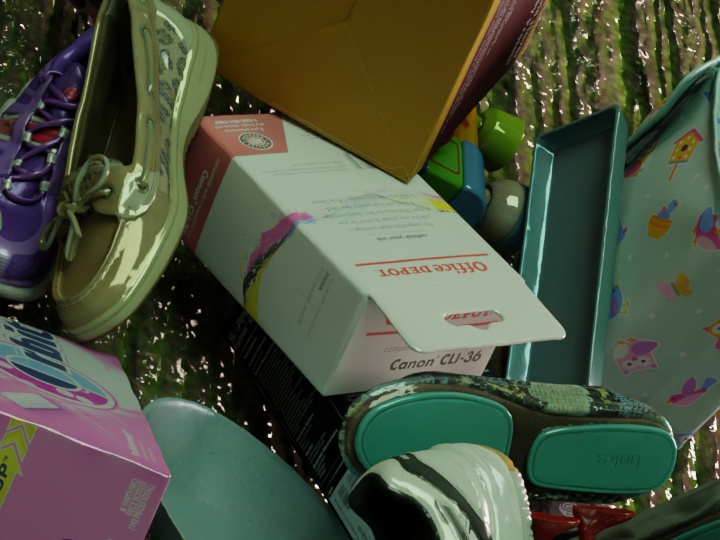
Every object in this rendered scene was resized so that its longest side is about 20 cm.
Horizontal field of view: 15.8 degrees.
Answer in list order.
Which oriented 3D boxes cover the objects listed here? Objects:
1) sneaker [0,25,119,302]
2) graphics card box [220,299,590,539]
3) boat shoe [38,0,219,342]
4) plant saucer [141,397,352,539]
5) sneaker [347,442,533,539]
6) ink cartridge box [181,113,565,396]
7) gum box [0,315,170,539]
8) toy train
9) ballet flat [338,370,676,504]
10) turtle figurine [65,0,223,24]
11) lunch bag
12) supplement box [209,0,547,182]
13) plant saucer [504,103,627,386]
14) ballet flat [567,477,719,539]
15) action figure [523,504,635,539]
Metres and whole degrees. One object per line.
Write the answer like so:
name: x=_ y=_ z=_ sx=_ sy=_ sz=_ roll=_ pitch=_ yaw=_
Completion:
sneaker: x=-0.171 y=-0.065 z=1.369 sx=0.081 sy=0.083 sz=0.200 roll=28 pitch=41 yaw=-9
graphics card box: x=0.026 y=0.082 z=1.374 sx=0.125 sy=0.051 sz=0.200 roll=-3 pitch=46 yaw=-41
boat shoe: x=-0.127 y=-0.055 z=1.316 sx=0.063 sy=0.073 sz=0.200 roll=39 pitch=44 yaw=-34
plant saucer: x=-0.046 y=0.148 z=1.246 sx=0.201 sy=0.039 sz=0.201 roll=45 pitch=14 yaw=-15
sneaker: x=0.041 y=0.181 z=1.214 sx=0.088 sy=0.076 sz=0.200 roll=1 pitch=68 yaw=-40
ink cartridge box: x=0.000 y=0.000 z=1.344 sx=0.116 sy=0.068 sz=0.200 roll=-5 pitch=39 yaw=-41
gum box: x=-0.163 y=0.072 z=1.187 sx=0.113 sy=0.066 sz=0.200 roll=22 pitch=8 yaw=-17
toy train: x=0.050 y=-0.102 z=1.570 sx=0.116 sy=0.085 sz=0.200 roll=28 pitch=39 yaw=-26
ballet flat: x=0.065 y=0.083 z=1.315 sx=0.200 sy=0.074 sz=0.074 roll=11 pitch=46 yaw=-31
turtle figurine: x=-0.095 y=-0.227 z=1.480 sx=0.144 sy=0.194 sz=0.200 roll=-4 pitch=82 yaw=8
lunch bag: x=0.190 y=-0.028 z=1.521 sx=0.122 sy=0.170 sz=0.200 roll=26 pitch=40 yaw=-23
supplement box: x=0.039 y=-0.192 z=1.406 sx=0.133 sy=0.197 sz=0.200 roll=30 pitch=33 yaw=7
plant saucer: x=0.118 y=0.004 z=1.472 sx=0.019 sy=0.070 sz=0.200 roll=28 pitch=58 yaw=-33
ballet flat: x=0.134 y=0.155 z=1.306 sx=0.067 sy=0.200 sz=0.064 roll=62 pitch=24 yaw=-9
action figure: x=0.107 y=0.216 z=1.248 sx=0.065 sy=0.052 sz=0.200 roll=-3 pitch=95 yaw=-48
